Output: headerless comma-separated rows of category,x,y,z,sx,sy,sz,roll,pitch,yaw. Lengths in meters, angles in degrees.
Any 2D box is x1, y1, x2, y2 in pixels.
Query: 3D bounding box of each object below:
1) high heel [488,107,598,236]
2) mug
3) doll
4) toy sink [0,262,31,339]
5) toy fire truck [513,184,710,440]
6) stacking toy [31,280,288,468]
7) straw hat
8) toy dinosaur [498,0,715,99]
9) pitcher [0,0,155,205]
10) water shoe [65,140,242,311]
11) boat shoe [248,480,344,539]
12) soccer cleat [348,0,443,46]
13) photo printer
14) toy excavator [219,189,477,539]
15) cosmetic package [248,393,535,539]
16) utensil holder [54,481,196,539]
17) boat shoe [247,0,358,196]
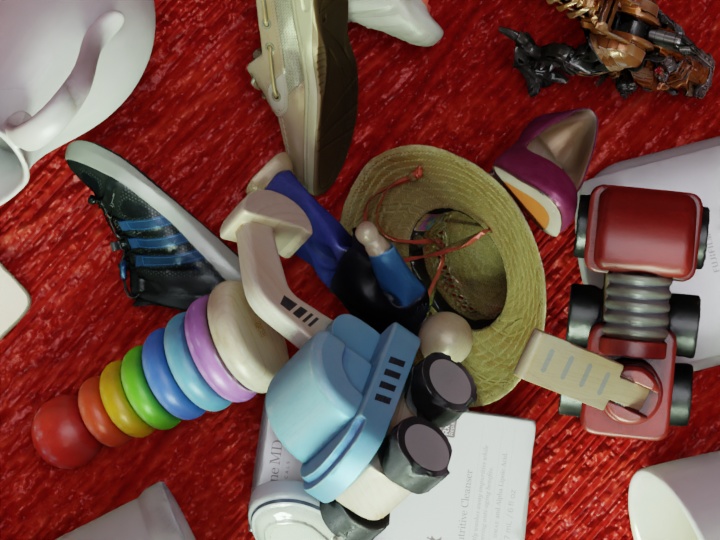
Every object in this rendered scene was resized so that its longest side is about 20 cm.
high heel,0.147,-0.079,1.662,0.096,0.200,0.067,-39,94,0
mug,0.296,0.201,1.705,0.153,0.187,0.150,-20,55,-14
doll,0.000,0.000,1.671,0.200,0.137,0.048,41,63,17
toy sink,-0.349,-0.007,1.659,0.130,0.112,0.200,-43,91,-5
toy fire truck,0.174,0.029,1.592,0.128,0.200,0.177,6,92,4
stacking toy,-0.154,0.083,1.665,0.199,0.085,0.086,-26,88,20
straw hat,0.084,-0.006,1.702,0.085,0.201,0.202,-16,87,-46
toy dinosaur,0.183,-0.182,1.698,0.102,0.135,0.200,-56,134,-20
pitcher,-0.213,-0.144,1.632,0.121,0.171,0.200,49,53,-23
water shoe,-0.151,-0.013,1.697,0.200,0.072,0.079,40,86,-1
boat shoe,-0.024,0.234,1.632,0.074,0.202,0.086,-12,44,17
soccer cleat,-0.031,-0.214,1.725,0.200,0.069,0.078,33,89,5
photo printer,0.263,-0.014,1.731,0.199,0.069,0.167,-14,88,-5
toy excavator,-0.025,0.057,1.593,0.200,0.100,0.195,36,42,-13
cosmetic package,0.021,0.149,1.695,0.199,0.081,0.113,6,87,-5
utensil holder,-0.192,0.268,1.630,0.199,0.170,0.170,-26,89,-3
boat shoe,-0.046,-0.151,1.694,0.065,0.072,0.201,11,123,23
